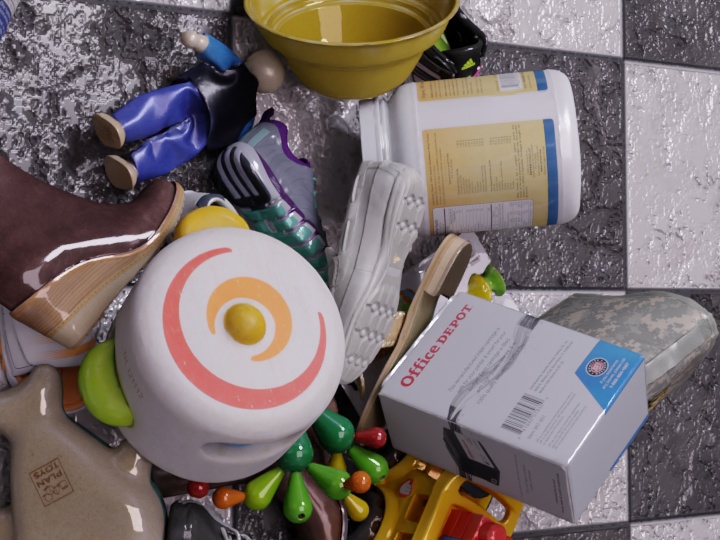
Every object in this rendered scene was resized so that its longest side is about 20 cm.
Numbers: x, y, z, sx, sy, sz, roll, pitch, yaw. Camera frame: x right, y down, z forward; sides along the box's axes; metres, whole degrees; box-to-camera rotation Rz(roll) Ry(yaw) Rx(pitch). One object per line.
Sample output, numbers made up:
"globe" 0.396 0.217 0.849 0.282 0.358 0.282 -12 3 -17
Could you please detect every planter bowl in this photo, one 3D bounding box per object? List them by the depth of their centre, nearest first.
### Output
"planter bowl" -0.008 -0.214 1.523 0.199 0.200 0.084 -24 130 -32

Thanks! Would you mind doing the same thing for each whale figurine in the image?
"whale figurine" -0.240 0.179 1.381 0.158 0.104 0.201 -30 88 6

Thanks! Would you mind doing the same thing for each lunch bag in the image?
"lunch bag" 0.242 0.098 1.647 0.163 0.199 0.119 -29 103 -32

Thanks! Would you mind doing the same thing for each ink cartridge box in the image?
"ink cartridge box" 0.139 0.119 1.488 0.145 0.198 0.084 -48 142 -32

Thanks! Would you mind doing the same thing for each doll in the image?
"doll" -0.144 -0.150 1.479 0.199 0.048 0.138 -31 121 -33

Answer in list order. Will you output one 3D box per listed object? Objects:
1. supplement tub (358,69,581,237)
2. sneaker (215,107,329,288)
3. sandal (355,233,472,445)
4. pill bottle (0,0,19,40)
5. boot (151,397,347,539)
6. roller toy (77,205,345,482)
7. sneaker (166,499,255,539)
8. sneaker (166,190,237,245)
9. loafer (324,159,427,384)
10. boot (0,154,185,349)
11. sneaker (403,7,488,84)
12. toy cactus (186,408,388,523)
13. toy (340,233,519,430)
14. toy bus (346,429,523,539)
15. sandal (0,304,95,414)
"supplement tub" 0.101 -0.108 1.549 0.197 0.145 0.147 -5 91 2
"sneaker" -0.053 -0.050 1.523 0.088 0.074 0.201 -52 127 -36
"sandal" 0.026 0.054 1.543 0.213 0.069 0.078 -62 160 0
"pill bottle" -0.328 -0.233 1.323 0.110 0.111 0.202 31 72 -29
"boot" -0.111 0.198 1.485 0.198 0.064 0.189 2 79 -35
"roller toy" -0.109 0.065 1.334 0.182 0.140 0.201 35 56 -4
"sneaker" -0.086 0.245 1.423 0.200 0.114 0.076 59 26 -57
"sneaker" -0.113 0.021 1.483 0.073 0.070 0.201 -40 112 -29
"loafer" 0.000 0.000 1.467 0.070 0.069 0.202 26 81 -59
"boot" -0.247 -0.052 1.357 0.166 0.072 0.201 44 51 -12
"sneaker" 0.090 -0.192 1.620 0.073 0.087 0.202 -29 105 -31
"toy cactus" -0.060 0.137 1.451 0.198 0.102 0.167 4 70 -21
"toy" 0.055 0.060 1.606 0.199 0.047 0.116 -33 96 -18
"toy bus" 0.085 0.229 1.541 0.135 0.191 0.202 35 68 -26
"sandal" -0.269 0.023 1.385 0.079 0.059 0.209 -19 99 -33
